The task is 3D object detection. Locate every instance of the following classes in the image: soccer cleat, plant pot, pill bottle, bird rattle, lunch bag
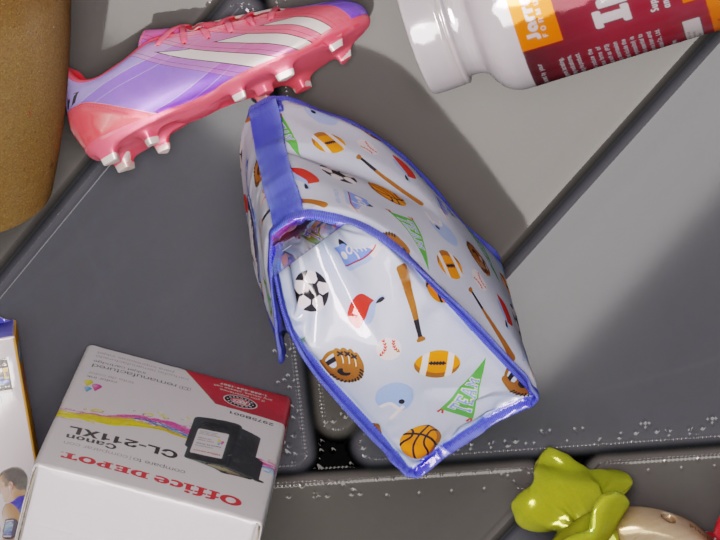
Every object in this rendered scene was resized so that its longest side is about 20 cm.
[{"bbox_3d":[-0.093,-0.132,1.528,0.200,0.067,0.077,-26,81,7],"label":"soccer cleat"},{"bbox_3d":[-0.254,-0.126,1.490,0.186,0.187,0.200,-5,122,5],"label":"plant pot"},{"bbox_3d":[0.126,-0.175,1.472,0.200,0.113,0.113,-17,107,9],"label":"pill bottle"},{"bbox_3d":[0.193,0.199,1.625,0.200,0.113,0.163,12,121,-14],"label":"bird rattle"},{"bbox_3d":[0.000,0.000,1.490,0.124,0.170,0.200,-35,120,11],"label":"lunch bag"}]

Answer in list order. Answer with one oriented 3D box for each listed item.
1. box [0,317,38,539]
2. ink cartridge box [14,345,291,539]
[{"bbox_3d":[-0.275,0.117,1.625,0.119,0.041,0.200,-9,110,-4],"label":"box"},{"bbox_3d":[-0.128,0.135,1.546,0.145,0.200,0.083,15,109,-2],"label":"ink cartridge box"}]
